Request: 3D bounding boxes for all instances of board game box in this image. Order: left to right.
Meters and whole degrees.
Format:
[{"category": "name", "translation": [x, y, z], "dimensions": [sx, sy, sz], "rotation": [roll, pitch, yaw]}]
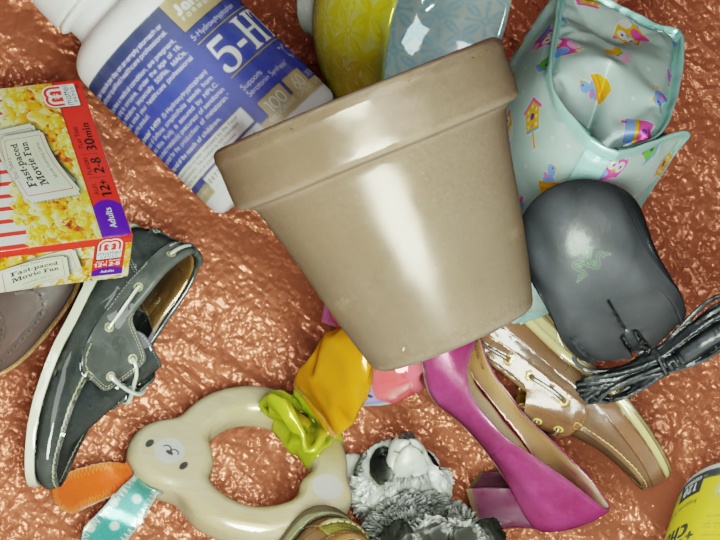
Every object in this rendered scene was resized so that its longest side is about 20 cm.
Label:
[{"category": "board game box", "translation": [-0.270, -0.051, 1.674], "dimensions": [0.200, 0.046, 0.152], "rotation": [-9, 51, -19]}]

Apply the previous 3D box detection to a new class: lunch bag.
[{"category": "lunch bag", "translation": [0.145, -0.077, 1.732], "dimensions": [0.122, 0.170, 0.200], "rotation": [23, 36, -10]}]

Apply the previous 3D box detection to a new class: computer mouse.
[{"category": "computer mouse", "translation": [0.176, 0.019, 1.660], "dimensions": [0.138, 0.200, 0.053], "rotation": [-28, 40, 13]}]

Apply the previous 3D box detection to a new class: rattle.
[{"category": "rattle", "translation": [-0.099, 0.115, 1.659], "dimensions": [0.200, 0.143, 0.130], "rotation": [1, 68, -14]}]

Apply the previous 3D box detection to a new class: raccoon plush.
[{"category": "raccoon plush", "translation": [0.018, 0.211, 1.720], "dimensions": [0.097, 0.134, 0.200], "rotation": [15, 103, -28]}]

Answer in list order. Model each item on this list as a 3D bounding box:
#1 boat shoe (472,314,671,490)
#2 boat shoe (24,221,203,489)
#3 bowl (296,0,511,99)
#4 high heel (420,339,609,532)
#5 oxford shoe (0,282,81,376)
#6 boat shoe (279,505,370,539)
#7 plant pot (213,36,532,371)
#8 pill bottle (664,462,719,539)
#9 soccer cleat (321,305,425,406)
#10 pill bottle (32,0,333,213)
[{"category": "boat shoe", "translation": [0.139, 0.088, 1.782], "dimensions": [0.068, 0.072, 0.200], "rotation": [-45, 93, -6]}, {"category": "boat shoe", "translation": [-0.171, 0.060, 1.684], "dimensions": [0.068, 0.072, 0.200], "rotation": [19, 68, 12]}, {"category": "bowl", "translation": [0.019, -0.192, 1.778], "dimensions": [0.108, 0.200, 0.200], "rotation": [19, 67, 24]}, {"category": "high heel", "translation": [0.106, 0.091, 1.721], "dimensions": [0.067, 0.096, 0.200], "rotation": [-58, 134, -56]}, {"category": "oxford shoe", "translation": [-0.267, 0.044, 1.666], "dimensions": [0.200, 0.073, 0.071], "rotation": [-37, 87, -22]}, {"category": "boat shoe", "translation": [-0.057, 0.251, 1.640], "dimensions": [0.072, 0.068, 0.200], "rotation": [23, 95, -22]}, {"category": "plant pot", "translation": [0.030, -0.036, 1.600], "dimensions": [0.200, 0.200, 0.175], "rotation": [-25, 94, -21]}, {"category": "pill bottle", "translation": [0.252, 0.235, 1.714], "dimensions": [0.112, 0.112, 0.200], "rotation": [33, 44, -6]}, {"category": "soccer cleat", "translation": [0.000, 0.000, 1.766], "dimensions": [0.076, 0.067, 0.200], "rotation": [-15, 73, 8]}, {"category": "pill bottle", "translation": [-0.128, -0.149, 1.736], "dimensions": [0.200, 0.120, 0.120], "rotation": [44, 68, -2]}]
